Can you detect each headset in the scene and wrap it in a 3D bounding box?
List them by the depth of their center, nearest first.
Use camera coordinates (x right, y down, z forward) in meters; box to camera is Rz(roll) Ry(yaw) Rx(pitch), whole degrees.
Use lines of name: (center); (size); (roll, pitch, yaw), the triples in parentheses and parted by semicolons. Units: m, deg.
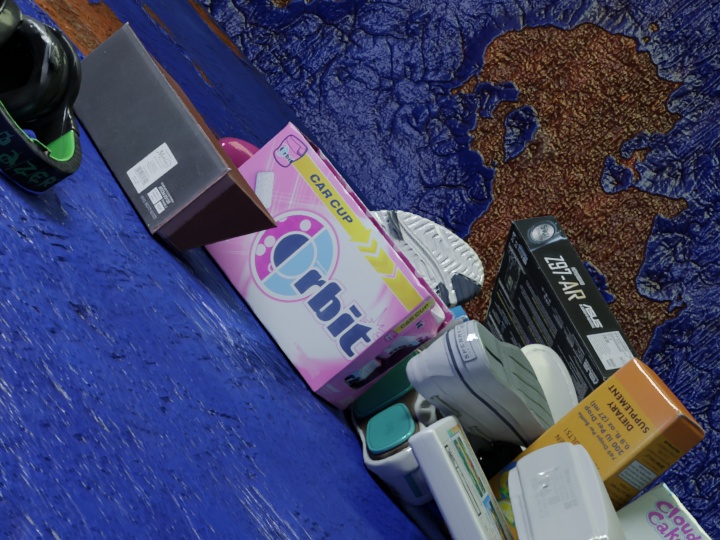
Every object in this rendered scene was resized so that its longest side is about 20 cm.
headset: (-0.206, -0.140, 1.259); (0.124, 0.094, 0.200); (44, 19, -54)

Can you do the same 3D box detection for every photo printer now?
photo printer: (0.172, 0.243, 1.526); (0.166, 0.069, 0.200); (-94, 162, -70)

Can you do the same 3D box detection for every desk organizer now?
desk organizer: (-0.143, -0.087, 1.575); (0.077, 0.072, 0.200); (48, 4, -47)

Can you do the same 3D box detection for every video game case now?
video game case: (0.091, 0.197, 1.473); (0.200, 0.024, 0.182); (65, 6, 4)

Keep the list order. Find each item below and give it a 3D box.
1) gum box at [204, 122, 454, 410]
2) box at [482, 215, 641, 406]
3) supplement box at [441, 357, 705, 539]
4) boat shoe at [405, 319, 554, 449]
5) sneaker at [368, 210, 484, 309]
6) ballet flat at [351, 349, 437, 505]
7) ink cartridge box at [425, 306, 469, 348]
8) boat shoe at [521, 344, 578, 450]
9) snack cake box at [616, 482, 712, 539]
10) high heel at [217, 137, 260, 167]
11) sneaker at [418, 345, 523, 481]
gum box: (-0.031, 0.001, 1.641); (0.200, 0.113, 0.066); (52, 5, 25)
box: (0.173, 0.076, 1.890); (0.160, 0.044, 0.200); (102, -28, -42)
supplement box: (0.161, 0.159, 1.629); (0.067, 0.200, 0.069); (52, 10, 30)
boat shoe: (0.090, 0.090, 1.616); (0.200, 0.067, 0.074); (47, 25, -56)
sneaker: (0.000, 0.000, 1.778); (0.130, 0.199, 0.080); (95, -4, -80)
ballet flat: (0.032, 0.121, 1.621); (0.069, 0.069, 0.200); (48, 12, -15)
ink cartridge box: (0.070, 0.086, 1.922); (0.145, 0.084, 0.200); (62, 0, -19)
boat shoe: (0.145, 0.164, 1.808); (0.060, 0.072, 0.202); (135, -45, -65)
snack cake box: (0.223, 0.261, 1.690); (0.115, 0.067, 0.200); (53, -23, 16)
high heel: (-0.061, -0.036, 1.901); (0.200, 0.067, 0.096); (50, -7, -37)
sneaker: (0.056, 0.124, 1.746); (0.199, 0.076, 0.114); (41, -14, 20)
